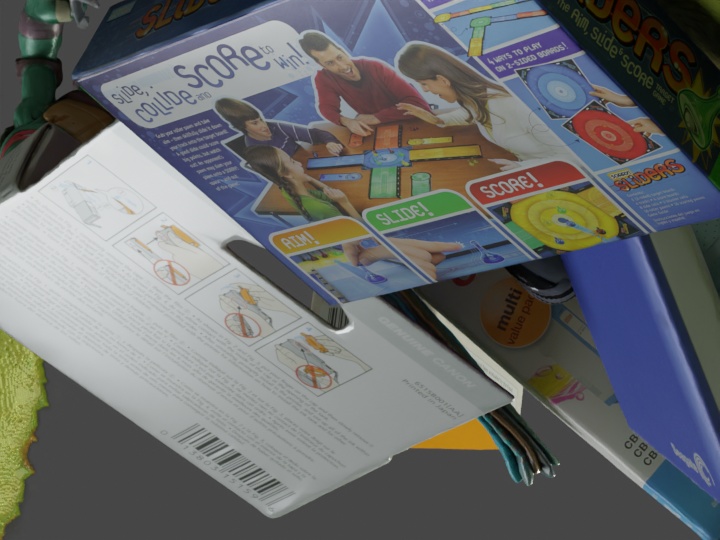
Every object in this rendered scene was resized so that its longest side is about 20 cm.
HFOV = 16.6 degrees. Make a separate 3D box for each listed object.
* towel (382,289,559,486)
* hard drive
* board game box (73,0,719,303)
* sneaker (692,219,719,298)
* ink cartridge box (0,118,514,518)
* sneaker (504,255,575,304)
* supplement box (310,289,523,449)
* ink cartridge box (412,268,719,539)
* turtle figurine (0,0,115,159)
[{"bbox_3d":[0.000,0.000,1.072,0.200,0.022,0.147,47,-179,-29],"label":"towel"},{"bbox_3d":[0.093,-0.018,0.907,0.200,0.025,0.132,67,173,-16],"label":"hard drive"},{"bbox_3d":[0.015,-0.055,0.805,0.135,0.034,0.200,42,147,-27],"label":"board game box"},{"bbox_3d":[0.200,0.042,0.939,0.200,0.074,0.118,39,-175,-30],"label":"sneaker"},{"bbox_3d":[-0.057,0.011,1.003,0.200,0.044,0.174,37,140,-20],"label":"ink cartridge box"},{"bbox_3d":[0.044,-0.083,1.022,0.200,0.088,0.074,48,-177,10],"label":"sneaker"},{"bbox_3d":[0.038,-0.019,1.282,0.073,0.200,0.126,-1,160,26],"label":"supplement box"},{"bbox_3d":[0.121,0.010,1.106,0.200,0.129,0.125,40,-179,8],"label":"ink cartridge box"},{"bbox_3d":[-0.114,-0.066,1.114,0.150,0.101,0.200,56,-163,-1],"label":"turtle figurine"}]
